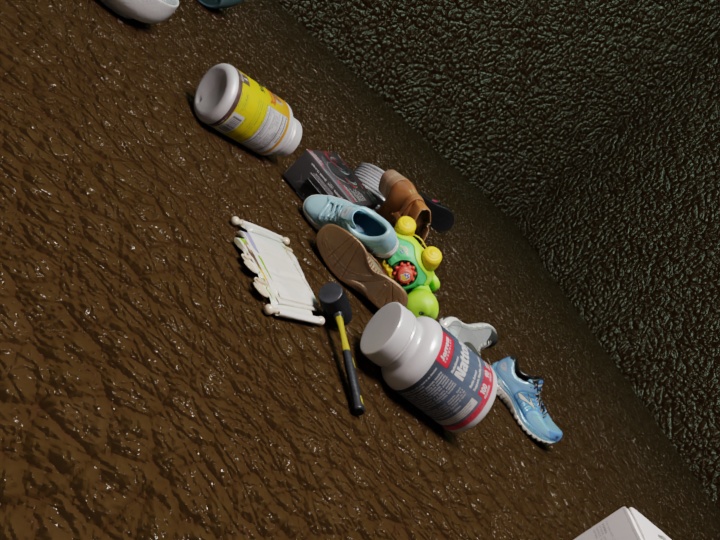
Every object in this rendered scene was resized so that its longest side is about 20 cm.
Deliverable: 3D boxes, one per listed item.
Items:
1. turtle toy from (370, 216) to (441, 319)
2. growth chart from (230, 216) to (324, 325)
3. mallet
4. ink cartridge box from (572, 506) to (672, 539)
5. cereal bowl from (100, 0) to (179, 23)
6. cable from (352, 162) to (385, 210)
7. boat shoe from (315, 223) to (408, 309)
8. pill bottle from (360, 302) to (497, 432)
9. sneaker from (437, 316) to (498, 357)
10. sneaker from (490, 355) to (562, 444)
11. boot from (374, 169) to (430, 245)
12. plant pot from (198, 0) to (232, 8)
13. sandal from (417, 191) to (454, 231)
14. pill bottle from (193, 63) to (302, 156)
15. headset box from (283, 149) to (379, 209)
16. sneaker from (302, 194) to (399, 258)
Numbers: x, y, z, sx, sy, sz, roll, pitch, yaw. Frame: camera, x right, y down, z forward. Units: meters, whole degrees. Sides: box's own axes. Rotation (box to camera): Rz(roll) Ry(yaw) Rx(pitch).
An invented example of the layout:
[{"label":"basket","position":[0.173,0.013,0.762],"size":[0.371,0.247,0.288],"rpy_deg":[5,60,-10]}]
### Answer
[{"label":"turtle toy","position":[0.082,0.008,1.226],"size":[0.100,0.146,0.201],"rpy_deg":[-29,70,-28]},{"label":"growth chart","position":[-0.121,-0.001,0.944],"size":[0.144,0.018,0.202],"rpy_deg":[26,28,-47]},{"label":"mallet","position":[-0.023,0.100,0.901],"size":[0.202,0.040,0.067],"rpy_deg":[-105,176,-49]},{"label":"ink cartridge box","position":[0.281,0.383,0.759],"size":[0.145,0.200,0.085],"rpy_deg":[38,20,-22]},{"label":"cereal bowl","position":[-0.440,-0.532,1.221],"size":[0.199,0.083,0.201],"rpy_deg":[41,18,-17]},{"label":"cable","position":[0.058,-0.162,1.503],"size":[0.199,0.070,0.200],"rpy_deg":[40,-6,-13]},{"label":"boat shoe","position":[0.000,0.000,1.156],"size":[0.199,0.072,0.072],"rpy_deg":[41,-2,-4]},{"label":"pill bottle","position":[0.100,0.141,0.987],"size":[0.199,0.120,0.120],"rpy_deg":[39,19,-22]},{"label":"sneaker","position":[0.225,0.164,1.318],"size":[0.198,0.075,0.117],"rpy_deg":[13,41,-43]},{"label":"sneaker","position":[0.343,0.260,1.337],"size":[0.201,0.090,0.078],"rpy_deg":[51,19,9]},{"label":"boot","position":[0.081,-0.083,1.327],"size":[0.072,0.203,0.155],"rpy_deg":[-16,42,-20]},{"label":"plant pot","position":[-0.382,-0.778,1.751],"size":[0.199,0.199,0.137],"rpy_deg":[37,57,-26]},{"label":"sandal","position":[0.214,-0.186,2.002],"size":[0.199,0.075,0.045],"rpy_deg":[31,24,-34]},{"label":"pill bottle","position":[-0.198,-0.283,1.209],"size":[0.199,0.109,0.110],"rpy_deg":[24,28,-51]},{"label":"headset box","position":[-0.058,-0.162,1.329],"size":[0.149,0.075,0.200],"rpy_deg":[50,18,6]},{"label":"sneaker","position":[-0.020,-0.096,1.171],"size":[0.197,0.075,0.082],"rpy_deg":[24,-20,17]}]
